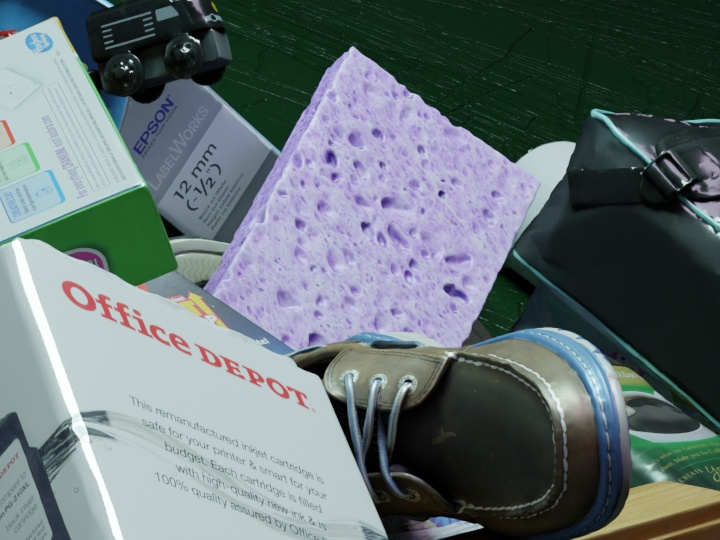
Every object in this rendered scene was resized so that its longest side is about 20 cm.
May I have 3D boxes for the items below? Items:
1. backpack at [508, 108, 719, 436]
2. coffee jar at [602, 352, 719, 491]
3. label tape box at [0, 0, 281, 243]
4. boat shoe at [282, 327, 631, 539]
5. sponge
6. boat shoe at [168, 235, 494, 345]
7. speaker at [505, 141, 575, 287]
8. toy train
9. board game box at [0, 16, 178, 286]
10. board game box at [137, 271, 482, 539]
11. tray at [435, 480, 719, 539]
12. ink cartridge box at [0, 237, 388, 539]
[{"bbox_3d":[0.179,0.012,1.349,0.176,0.154,0.200,36,27,22],"label":"backpack"},{"bbox_3d":[0.122,0.105,1.203,0.104,0.085,0.200,-1,29,-46],"label":"coffee jar"},{"bbox_3d":[-0.126,-0.079,1.317,0.143,0.066,0.200,28,-7,40],"label":"label tape box"},{"bbox_3d":[0.020,0.059,0.986,0.072,0.072,0.200,-5,1,-26],"label":"boat shoe"},{"bbox_3d":[0.000,0.000,1.262,0.111,0.030,0.200,37,49,-11],"label":"sponge"},{"bbox_3d":[-0.022,0.029,1.306,0.200,0.072,0.068,18,-9,-24],"label":"boat shoe"},{"bbox_3d":[0.154,0.007,1.538,0.081,0.081,0.200,6,22,-37],"label":"speaker"},{"bbox_3d":[-0.149,-0.078,1.204,0.200,0.046,0.034,-15,-8,17],"label":"toy train"},{"bbox_3d":[-0.184,-0.013,1.092,0.200,0.040,0.153,-23,34,-6],"label":"board game box"},{"bbox_3d":[-0.068,0.078,1.084,0.200,0.062,0.200,-11,41,-44],"label":"board game box"},{"bbox_3d":[0.070,0.138,1.020,0.037,0.099,0.200,9,9,35],"label":"tray"},{"bbox_3d":[-0.056,0.104,0.871,0.145,0.084,0.200,27,28,-43],"label":"ink cartridge box"}]
